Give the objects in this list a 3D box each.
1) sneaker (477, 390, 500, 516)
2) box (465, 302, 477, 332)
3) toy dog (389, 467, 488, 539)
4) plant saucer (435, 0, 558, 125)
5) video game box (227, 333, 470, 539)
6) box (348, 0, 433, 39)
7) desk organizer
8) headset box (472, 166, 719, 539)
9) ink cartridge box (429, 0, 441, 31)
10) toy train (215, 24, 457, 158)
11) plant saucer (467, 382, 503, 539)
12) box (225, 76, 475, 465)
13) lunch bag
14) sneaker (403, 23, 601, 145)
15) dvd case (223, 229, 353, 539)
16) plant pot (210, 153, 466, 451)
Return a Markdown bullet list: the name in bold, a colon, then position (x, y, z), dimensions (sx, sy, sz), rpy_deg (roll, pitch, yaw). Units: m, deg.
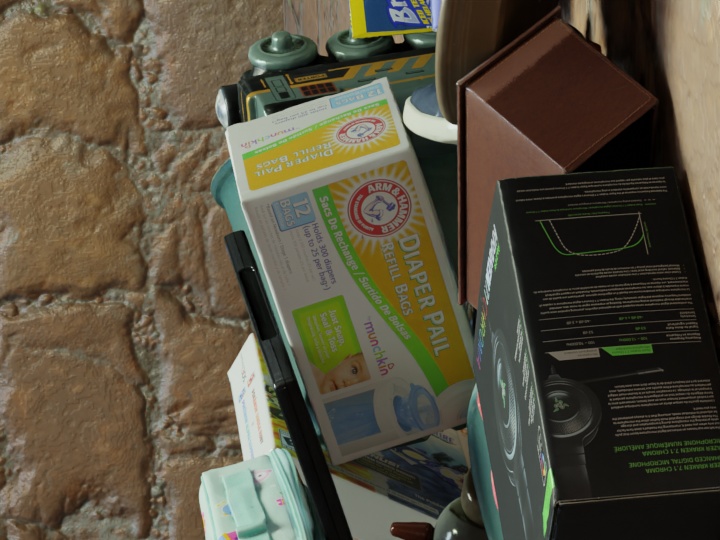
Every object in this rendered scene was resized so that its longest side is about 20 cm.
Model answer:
- **sneaker**: position (0.102, 0.097, 1.536), dimensions (0.087, 0.074, 0.201), rpy_deg (45, -159, -47)
- **box**: position (0.099, 0.015, 1.778), dimensions (0.200, 0.044, 0.161), rpy_deg (94, 170, -55)
- **toy dog**: position (0.075, 0.214, 1.878), dimensions (0.200, 0.096, 0.133), rpy_deg (-106, 13, -65)
- **plant saucer**: position (0.083, -0.171, 1.482), dimensions (0.200, 0.029, 0.201), rpy_deg (15, -90, -78)
- **video game box**: position (0.006, 0.138, 2.062), dimensions (0.047, 0.199, 0.182), rpy_deg (-60, 19, 16)
- **box**: position (0.036, -0.212, 1.878), dimensions (0.200, 0.064, 0.070), rpy_deg (-63, -32, -68)
- **desk organizer**: position (0.101, -0.035, 1.491), dimensions (0.077, 0.072, 0.200), rpy_deg (42, 157, 26)
- **headset box**: position (0.118, 0.082, 1.395), dimensions (0.174, 0.092, 0.201), rpy_deg (94, 170, -55)
- **ink cartridge box**: position (0.062, -0.246, 1.742), dimensions (0.200, 0.047, 0.199), rpy_deg (-30, -62, -76)
- **toy train**: position (0.009, -0.108, 1.841), dimensions (0.114, 0.199, 0.086), rpy_deg (-118, 22, -60)
- **plant saucer**: position (0.103, 0.144, 1.678), dimensions (0.200, 0.027, 0.201), rpy_deg (165, 90, -77)
- **box**: position (0.000, 0.000, 1.757), dimensions (0.102, 0.112, 0.201), rpy_deg (-105, -4, -61)
- **lunch bag**: position (-0.049, 0.210, 1.804), dimensions (0.200, 0.077, 0.161), rpy_deg (-117, 15, -67)
- **sneaker**: position (0.088, -0.106, 1.639), dimensions (0.200, 0.075, 0.085), rpy_deg (19, 94, 66)
- **dvd case**: position (-0.045, 0.078, 1.801), dimensions (0.200, 0.017, 0.143), rpy_deg (-112, 4, -60)
- **plant pot**: position (0.015, 0.011, 1.973), dimensions (0.200, 0.199, 0.197), rpy_deg (103, 153, -70)
